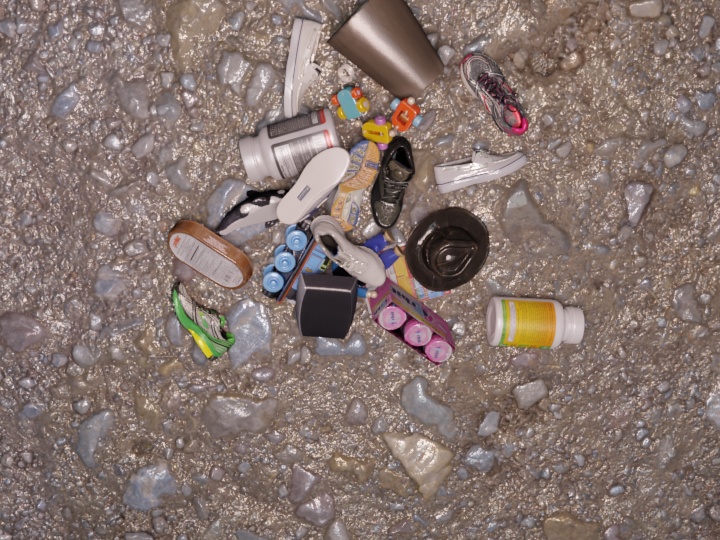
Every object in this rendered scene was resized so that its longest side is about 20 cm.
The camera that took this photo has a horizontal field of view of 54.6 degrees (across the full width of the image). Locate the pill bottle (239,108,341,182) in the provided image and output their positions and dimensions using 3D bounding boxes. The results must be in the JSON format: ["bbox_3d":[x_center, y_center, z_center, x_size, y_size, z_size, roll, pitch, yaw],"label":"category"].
[{"bbox_3d":[-0.143,-0.256,1.451,0.199,0.116,0.117,-15,105,3],"label":"pill bottle"}]

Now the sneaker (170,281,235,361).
[{"bbox_3d":[-0.356,0.104,1.574,0.085,0.078,0.201,-32,112,0],"label":"sneaker"}]

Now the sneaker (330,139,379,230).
[{"bbox_3d":[-0.018,-0.188,1.483,0.075,0.088,0.201,20,111,-8],"label":"sneaker"}]

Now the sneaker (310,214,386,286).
[{"bbox_3d":[-0.028,-0.027,1.456,0.200,0.087,0.075,38,110,-14],"label":"sneaker"}]

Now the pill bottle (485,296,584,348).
[{"bbox_3d":[0.390,0.118,1.565,0.199,0.111,0.112,3,105,-2],"label":"pill bottle"}]

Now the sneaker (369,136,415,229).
[{"bbox_3d":[0.066,-0.179,1.478,0.076,0.114,0.201,14,106,-3],"label":"sneaker"}]

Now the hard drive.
[{"bbox_3d":[-0.076,0.084,1.528,0.134,0.043,0.201,5,142,-4],"label":"hard drive"}]

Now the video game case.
[{"bbox_3d":[0.099,0.008,1.578,0.199,0.017,0.144,-14,105,3],"label":"video game case"}]

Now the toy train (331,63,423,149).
[{"bbox_3d":[0.037,-0.337,1.425,0.200,0.056,0.151,37,139,9],"label":"toy train"}]

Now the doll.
[{"bbox_3d":[0.000,0.000,1.536,0.199,0.048,0.137,-34,87,15],"label":"doll"}]

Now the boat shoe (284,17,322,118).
[{"bbox_3d":[-0.114,-0.411,1.436,0.069,0.071,0.201,9,98,-1],"label":"boat shoe"}]

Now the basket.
[{"bbox_3d":[0.064,-0.447,1.397,0.200,0.136,0.180,44,88,-16],"label":"basket"}]

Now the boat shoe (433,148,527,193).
[{"bbox_3d":[0.253,-0.225,1.488,0.199,0.074,0.067,-19,108,5],"label":"boat shoe"}]

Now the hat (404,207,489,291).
[{"bbox_3d":[0.201,-0.040,1.518,0.199,0.081,0.202,-3,101,-13],"label":"hat"}]

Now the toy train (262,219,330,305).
[{"bbox_3d":[-0.137,-0.012,1.535,0.114,0.087,0.201,27,103,-14],"label":"toy train"}]

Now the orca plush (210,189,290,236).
[{"bbox_3d":[-0.235,-0.136,1.524,0.199,0.071,0.105,-30,149,17],"label":"orca plush"}]

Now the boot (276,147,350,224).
[{"bbox_3d":[-0.088,-0.176,1.438,0.200,0.090,0.073,-42,84,18],"label":"boot"}]

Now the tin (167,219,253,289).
[{"bbox_3d":[-0.328,-0.032,1.520,0.199,0.042,0.112,33,133,-9],"label":"tin"}]

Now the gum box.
[{"bbox_3d":[0.118,0.117,1.544,0.200,0.114,0.066,36,108,-18],"label":"gum box"}]

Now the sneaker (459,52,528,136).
[{"bbox_3d":[0.286,-0.368,1.450,0.081,0.075,0.200,-41,102,9],"label":"sneaker"}]
